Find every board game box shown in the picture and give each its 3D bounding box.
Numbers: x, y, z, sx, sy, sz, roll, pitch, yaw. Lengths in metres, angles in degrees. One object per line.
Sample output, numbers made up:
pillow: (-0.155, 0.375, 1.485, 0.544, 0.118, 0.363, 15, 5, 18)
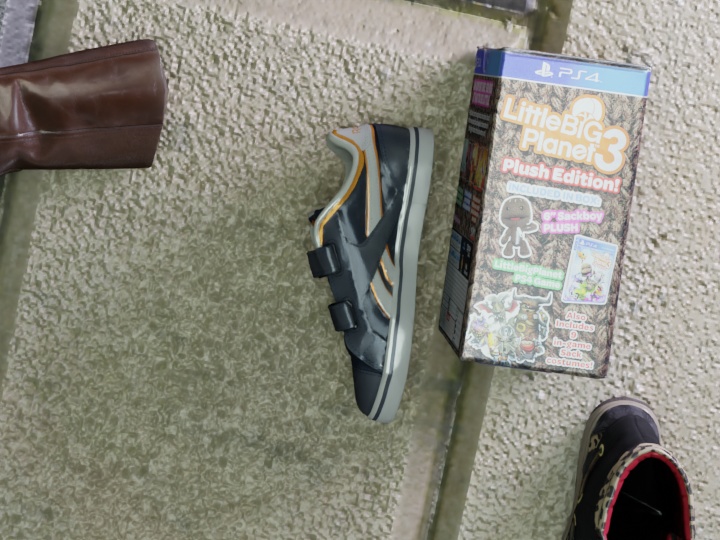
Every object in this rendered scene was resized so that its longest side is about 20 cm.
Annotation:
board game box: (0.117, -0.042, 1.557, 0.096, 0.159, 0.201, 7, 96, -4)

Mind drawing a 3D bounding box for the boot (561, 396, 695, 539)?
boot: (0.178, 0.194, 1.585, 0.073, 0.151, 0.201, 7, 95, -3)

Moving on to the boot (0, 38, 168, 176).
boot: (-0.219, -0.064, 1.592, 0.199, 0.064, 0.187, -10, 131, -22)

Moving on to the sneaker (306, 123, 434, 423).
sneaker: (0.000, 0.000, 1.598, 0.079, 0.078, 0.201, 7, 84, -8)
